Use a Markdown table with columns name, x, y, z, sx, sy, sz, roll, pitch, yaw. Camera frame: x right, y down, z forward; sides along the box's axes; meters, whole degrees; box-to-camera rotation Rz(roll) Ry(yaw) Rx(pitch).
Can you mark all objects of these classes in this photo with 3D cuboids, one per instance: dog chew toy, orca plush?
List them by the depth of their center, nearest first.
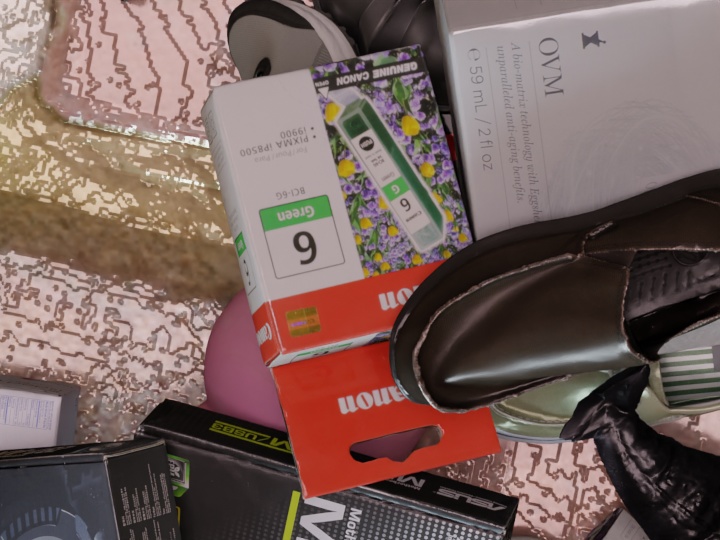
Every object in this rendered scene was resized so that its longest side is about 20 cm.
| name | x | y | z | sx | sy | sz | roll | pitch | yaw |
| --- | --- | --- | --- | --- | --- | --- | --- | --- | --- |
| orca plush | 0.199 | 0.125 | 1.444 | 0.105 | 0.071 | 0.200 | -42 | 112 | -15 |
| dog chew toy | -0.043 | 0.098 | 1.472 | 0.124 | 0.125 | 0.200 | 27 | 101 | 1 |

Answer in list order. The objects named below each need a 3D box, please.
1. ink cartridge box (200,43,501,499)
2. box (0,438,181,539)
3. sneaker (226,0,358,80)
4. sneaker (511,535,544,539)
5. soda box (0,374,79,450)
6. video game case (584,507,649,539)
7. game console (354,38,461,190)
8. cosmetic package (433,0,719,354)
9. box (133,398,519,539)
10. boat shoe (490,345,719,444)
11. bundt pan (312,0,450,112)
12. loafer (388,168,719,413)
| name | x | y | z | sx | sy | sz | roll | pitch | yaw |
| --- | --- | --- | --- | --- | --- | --- | --- | --- | --- |
| ink cartridge box | 0.000 | 0.000 | 1.355 | 0.109 | 0.050 | 0.200 | -13 | 82 | -13 |
| box | -0.150 | 0.189 | 1.403 | 0.160 | 0.043 | 0.201 | -6 | 94 | 41 |
| sneaker | -0.032 | -0.066 | 1.442 | 0.079 | 0.074 | 0.200 | -7 | 51 | -24 |
| sneaker | 0.026 | 0.209 | 1.487 | 0.200 | 0.085 | 0.075 | -31 | 91 | 4 |
| soda box | -0.197 | 0.158 | 1.503 | 0.063 | 0.068 | 0.201 | 8 | 92 | 3 |
| video game case | 0.164 | 0.241 | 1.440 | 0.200 | 0.181 | 0.036 | 46 | 124 | -1 |
| game console | 0.104 | -0.071 | 1.502 | 0.199 | 0.031 | 0.177 | -12 | 86 | 2 |
| cosmetic package | 0.147 | -0.071 | 1.380 | 0.199 | 0.123 | 0.200 | -10 | 121 | 0 |
| box | -0.034 | 0.184 | 1.412 | 0.193 | 0.048 | 0.200 | 17 | 110 | 11 |
| boat shoe | 0.150 | 0.049 | 1.485 | 0.199 | 0.062 | 0.072 | -10 | 92 | 3 |
| bundt pan | 0.063 | -0.184 | 1.460 | 0.201 | 0.076 | 0.202 | 0 | 85 | 5 |
| loafer | 0.107 | 0.013 | 1.305 | 0.200 | 0.071 | 0.073 | -25 | 117 | 3 |
